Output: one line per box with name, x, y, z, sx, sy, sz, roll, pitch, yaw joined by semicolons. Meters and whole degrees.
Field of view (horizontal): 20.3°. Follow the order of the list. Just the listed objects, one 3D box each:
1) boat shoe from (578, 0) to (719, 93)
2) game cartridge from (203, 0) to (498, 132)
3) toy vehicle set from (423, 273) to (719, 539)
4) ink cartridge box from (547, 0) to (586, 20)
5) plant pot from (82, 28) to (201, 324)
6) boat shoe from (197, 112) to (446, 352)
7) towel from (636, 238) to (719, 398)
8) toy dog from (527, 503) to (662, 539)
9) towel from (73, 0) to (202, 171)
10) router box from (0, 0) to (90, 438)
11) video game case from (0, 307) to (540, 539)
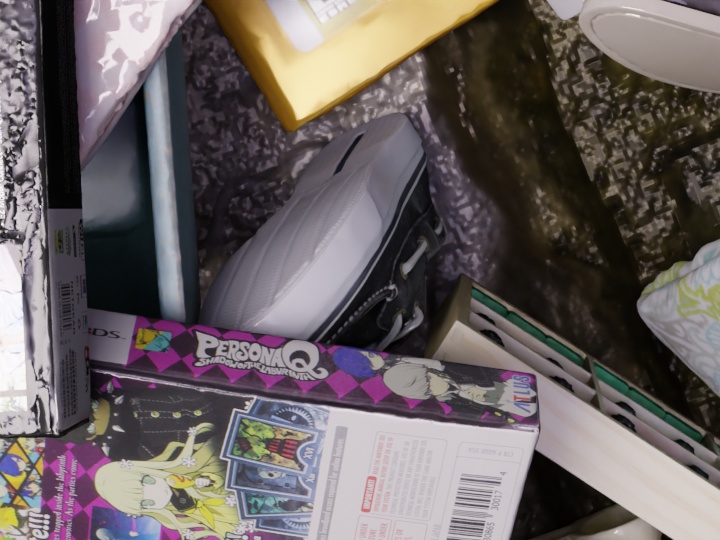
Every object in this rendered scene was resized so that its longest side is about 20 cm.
boat shoe;0.175;-0.103;0.807;0.199;0.073;0.063;9;81;-25
game cartridge;-0.011;-0.188;0.844;0.176;0.032;0.201;-33;97;7
toy vehicle set;0.116;0.074;0.830;0.199;0.124;0.027;33;99;-2
ink cartridge box;0.097;-0.240;0.810;0.200;0.043;0.198;-40;97;-13
plant pot;-0.154;-0.056;0.787;0.195;0.200;0.198;-3;99;4
boat shoe;0.000;0.000;0.792;0.072;0.200;0.071;-25;105;27
towel;0.216;0.041;0.794;0.171;0.200;0.048;47;65;-1
toy dog;0.104;0.211;0.824;0.139;0.194;0.201;-20;90;-6
towel;-0.168;-0.090;0.667;0.191;0.032;0.200;37;99;-3
router box;-0.163;-0.048;0.621;0.148;0.051;0.201;-1;91;4
video game case;-0.042;0.109;0.717;0.180;0.036;0.201;8;126;-2
